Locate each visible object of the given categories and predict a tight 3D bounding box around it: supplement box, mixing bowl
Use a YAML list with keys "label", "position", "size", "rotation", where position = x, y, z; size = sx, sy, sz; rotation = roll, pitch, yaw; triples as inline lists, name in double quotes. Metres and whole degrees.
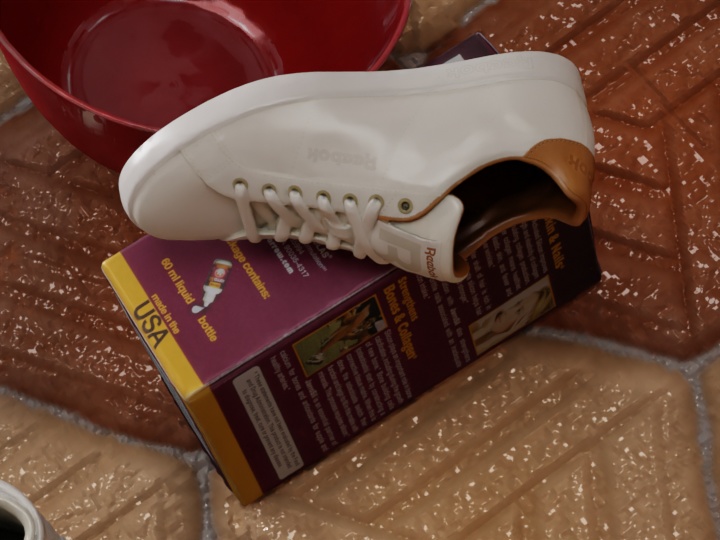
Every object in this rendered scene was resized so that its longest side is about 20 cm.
- label: "supplement box"
  position: [0.000, 0.000, 1.172]
  size: [0.199, 0.111, 0.086]
  rotation: [-32, 59, -7]
- label: "mixing bowl"
  position: [-0.081, -0.113, 1.207]
  size: [0.199, 0.109, 0.201]
  rotation: [5, 57, -7]

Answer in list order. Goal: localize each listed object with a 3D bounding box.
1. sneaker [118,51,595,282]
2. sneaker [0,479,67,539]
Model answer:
- label: "sneaker"
  position: [-0.001, -0.033, 1.082]
  size: [0.199, 0.073, 0.085]
  rotation: [-12, 56, 4]
- label: "sneaker"
  position: [-0.214, 0.115, 1.154]
  size: [0.199, 0.116, 0.074]
  rotation: [4, 64, 16]
